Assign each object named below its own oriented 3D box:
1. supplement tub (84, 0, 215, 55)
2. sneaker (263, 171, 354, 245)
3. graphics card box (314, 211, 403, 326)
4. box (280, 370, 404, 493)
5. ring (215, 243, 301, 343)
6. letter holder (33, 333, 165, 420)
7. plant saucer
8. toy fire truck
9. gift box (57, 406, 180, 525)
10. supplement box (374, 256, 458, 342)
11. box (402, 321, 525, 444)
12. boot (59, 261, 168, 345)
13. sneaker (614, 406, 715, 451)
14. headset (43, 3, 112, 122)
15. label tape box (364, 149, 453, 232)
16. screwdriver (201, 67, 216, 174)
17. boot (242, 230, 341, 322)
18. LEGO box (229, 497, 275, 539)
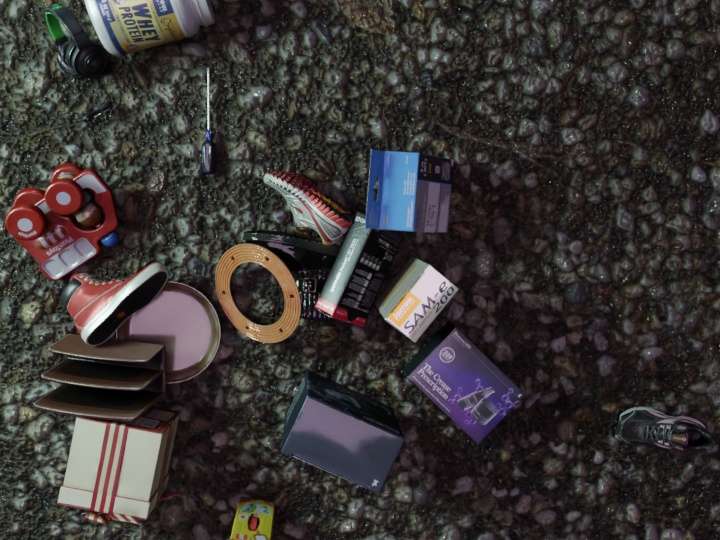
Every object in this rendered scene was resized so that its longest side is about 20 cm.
[{"bbox_3d":[-0.375,-0.480,1.235,0.199,0.144,0.145,-16,96,-2],"label":"supplement tub"},{"bbox_3d":[-0.111,-0.121,1.306,0.200,0.078,0.082,39,115,17],"label":"sneaker"},{"bbox_3d":[0.000,0.000,1.310,0.051,0.125,0.200,25,91,32],"label":"graphics card box"},{"bbox_3d":[-0.036,0.299,1.304,0.196,0.200,0.118,25,93,-6],"label":"box"},{"bbox_3d":[-0.194,0.043,1.312,0.200,0.019,0.201,12,116,26],"label":"ring"},{"bbox_3d":[-0.481,0.197,1.268,0.199,0.142,0.101,6,105,7],"label":"letter holder"},{"bbox_3d":[-0.373,0.119,1.348,0.200,0.032,0.201,0,96,-4],"label":"plant saucer"},{"bbox_3d":[-0.546,-0.092,1.290,0.200,0.112,0.168,-33,121,0],"label":"toy fire truck"},{"bbox_3d":[-0.436,0.363,1.292,0.199,0.185,0.187,13,92,1],"label":"gift box"},{"bbox_3d":[0.100,0.049,1.289,0.073,0.200,0.126,39,92,-7],"label":"supplement box"},{"bbox_3d":[0.205,0.222,1.376,0.200,0.079,0.141,43,89,-7],"label":"box"},{"bbox_3d":[-0.471,0.025,1.302,0.200,0.072,0.144,-41,64,-4],"label":"boot"},{"bbox_3d":[0.628,0.329,1.409,0.199,0.086,0.081,1,94,-3],"label":"sneaker"},{"bbox_3d":[-0.516,-0.375,1.247,0.094,0.123,0.200,-40,123,-24],"label":"headset"},{"bbox_3d":[0.095,-0.143,1.276,0.063,0.200,0.145,8,96,35],"label":"label tape box"},{"bbox_3d":[-0.290,-0.285,1.314,0.028,0.029,0.201,1,100,-4],"label":"screwdriver"},{"bbox_3d":[-0.135,0.012,1.330,0.210,0.079,0.158,13,94,-5],"label":"boot"},{"bbox_3d":[-0.216,0.550,1.315,0.077,0.200,0.149,10,94,-5],"label":"LEGO box"}]
